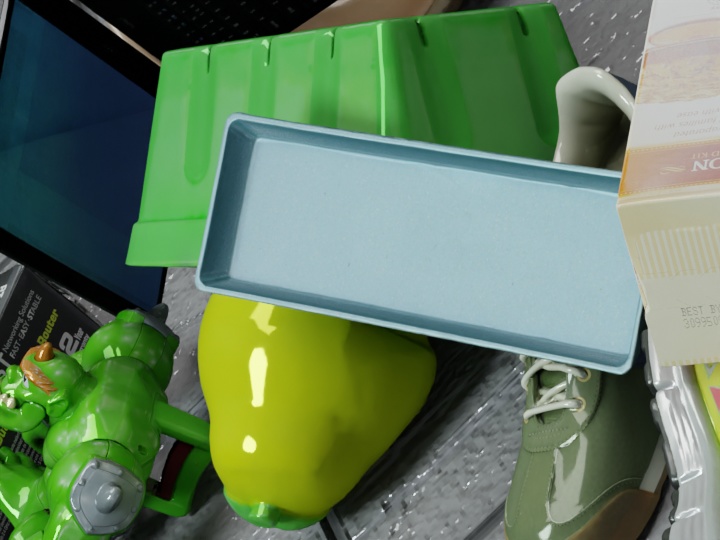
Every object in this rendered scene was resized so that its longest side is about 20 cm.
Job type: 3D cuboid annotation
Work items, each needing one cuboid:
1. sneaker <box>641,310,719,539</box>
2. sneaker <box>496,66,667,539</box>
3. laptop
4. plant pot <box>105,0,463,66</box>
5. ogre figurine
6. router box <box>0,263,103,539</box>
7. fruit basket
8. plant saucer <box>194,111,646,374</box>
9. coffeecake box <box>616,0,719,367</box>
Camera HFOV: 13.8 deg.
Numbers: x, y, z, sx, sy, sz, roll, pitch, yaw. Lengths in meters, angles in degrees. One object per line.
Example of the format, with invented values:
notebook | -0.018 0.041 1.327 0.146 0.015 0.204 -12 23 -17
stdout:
sneaker | 0.148 0.062 0.974 0.090 0.078 0.200 -23 39 19
sneaker | 0.078 0.012 1.100 0.067 0.090 0.201 -14 44 45
laptop | -0.068 -0.086 1.291 0.200 0.177 0.103 -33 65 11
plant pot | -0.029 -0.172 1.432 0.201 0.201 0.093 -43 -12 10
ogre figurine | -0.125 0.089 1.293 0.120 0.098 0.200 -49 -2 29
router box | -0.218 0.105 1.428 0.150 0.062 0.200 -20 39 43
fruit basket | 0.000 0.000 1.215 0.215 0.155 0.216 15 109 51
plant saucer | 0.025 -0.012 1.087 0.200 0.019 0.070 11 89 38
coffeecake box | 0.177 -0.065 1.003 0.153 0.073 0.200 -5 39 18
